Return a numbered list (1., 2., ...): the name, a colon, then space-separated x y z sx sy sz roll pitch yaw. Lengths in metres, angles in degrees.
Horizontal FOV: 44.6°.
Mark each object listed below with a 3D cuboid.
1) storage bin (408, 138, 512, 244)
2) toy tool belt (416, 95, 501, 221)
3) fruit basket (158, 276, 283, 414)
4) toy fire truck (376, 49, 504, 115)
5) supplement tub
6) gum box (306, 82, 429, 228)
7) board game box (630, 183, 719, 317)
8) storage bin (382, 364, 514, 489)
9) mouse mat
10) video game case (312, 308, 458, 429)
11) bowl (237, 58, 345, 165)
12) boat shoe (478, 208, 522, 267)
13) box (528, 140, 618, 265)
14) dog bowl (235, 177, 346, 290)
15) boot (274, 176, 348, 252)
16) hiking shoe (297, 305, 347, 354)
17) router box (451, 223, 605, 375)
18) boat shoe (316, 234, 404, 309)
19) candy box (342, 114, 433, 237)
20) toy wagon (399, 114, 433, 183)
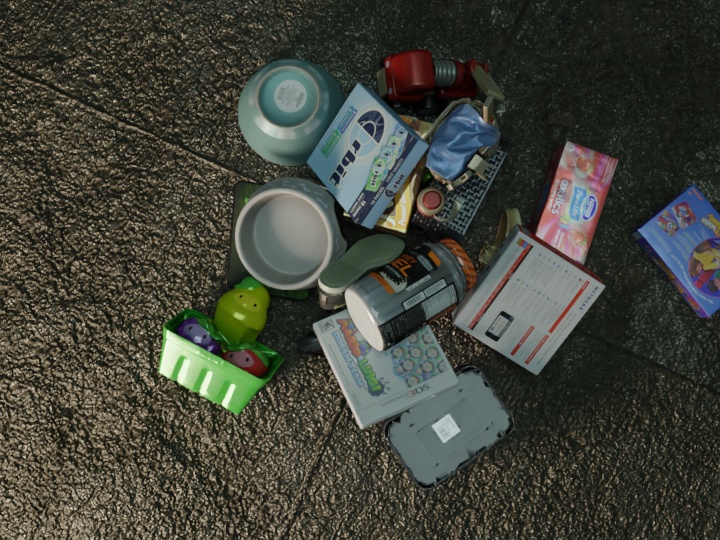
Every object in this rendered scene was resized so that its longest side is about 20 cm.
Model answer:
1. storage bin: 0.173 -0.146 1.539 0.094 0.135 0.200 28 86 2
2. toy tool belt: 0.153 -0.183 1.412 0.125 0.123 0.200 31 86 3
3. fruit basket: -0.225 0.113 1.518 0.215 0.156 0.216 2 103 8
4. toy fire truck: 0.146 -0.324 1.504 0.175 0.200 0.129 -3 83 -27
5. supplement tub: 0.085 0.035 1.452 0.200 0.123 0.123 -30 86 -17
6. gum box: 0.007 -0.196 1.479 0.170 0.044 0.200 -55 43 17
7. board game box: 0.604 -0.035 1.578 0.134 0.045 0.200 -38 86 -3
8. storage bin: 0.148 0.267 1.520 0.200 0.094 0.135 -35 86 -4
9. mouse mat: -0.156 -0.051 1.554 0.160 0.008 0.201 9 102 11
10. video game case: 0.041 0.141 1.479 0.182 0.024 0.200 -22 66 -11
11. bowl: -0.126 -0.295 1.567 0.200 0.105 0.202 0 86 0
12. boat shoe: 0.243 -0.015 1.560 0.066 0.074 0.201 9 85 -5
13. box: 0.370 -0.113 1.558 0.102 0.095 0.201 20 85 0
14. dog bowl: -0.124 -0.058 1.512 0.199 0.059 0.201 3 102 13
15. boot: -0.107 -0.071 1.573 0.146 0.070 0.201 -13 91 8
16. hiking shoe: -0.032 0.076 1.559 0.200 0.076 0.101 -27 77 -11
17. router box: 0.284 0.052 1.505 0.179 0.049 0.200 32 107 -8
18. boat shoe: 0.000 0.000 1.521 0.072 0.061 0.201 34 46 27
19. candy box: 0.052 -0.171 1.541 0.115 0.055 0.201 16 86 4
20. toy wagon: 0.035 -0.196 1.592 0.200 0.040 0.155 -34 86 -2
